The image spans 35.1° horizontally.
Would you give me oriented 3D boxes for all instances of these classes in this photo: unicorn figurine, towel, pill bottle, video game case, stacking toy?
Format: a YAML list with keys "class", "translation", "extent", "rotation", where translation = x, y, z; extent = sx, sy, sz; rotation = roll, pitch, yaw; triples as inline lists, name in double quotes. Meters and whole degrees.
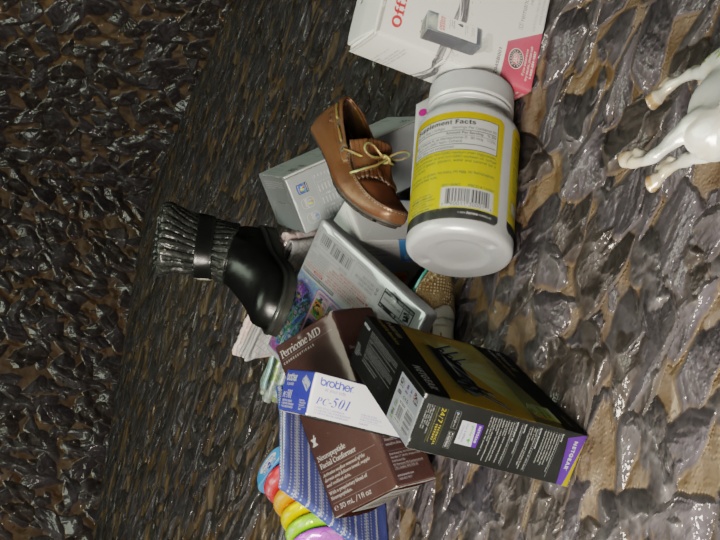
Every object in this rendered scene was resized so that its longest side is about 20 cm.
- class: "unicorn figurine"
  translation: [0.262, -0.107, 0.834]
  extent: [0.137, 0.073, 0.202]
  rotation: [-29, 41, 50]
- class: "towel"
  translation: [-0.102, 0.088, 1.705]
  extent: [0.171, 0.048, 0.202]
  rotation: [-82, 10, -84]
- class: "pill bottle"
  translation: [0.112, -0.105, 1.212]
  extent: [0.114, 0.113, 0.202]
  rotation: [138, 144, -58]
- class: "video game case"
  translation: [-0.016, 0.070, 1.298]
  extent: [0.200, 0.024, 0.183]
  rotation: [42, 117, 37]
- class: "stacking toy"
  translation: [-0.054, 0.317, 1.395]
  extent: [0.116, 0.109, 0.201]
  rotation: [-55, 37, 38]
- class: "towel"
  translation: [-0.068, 0.032, 1.544]
  extent: [0.032, 0.190, 0.201]
  rotation: [40, 118, 31]
- class: "towel"
  translation: [-0.031, 0.229, 1.256]
  extent: [0.024, 0.200, 0.146]
  rotation: [-28, 39, 20]

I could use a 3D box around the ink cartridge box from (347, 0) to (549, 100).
- class: "ink cartridge box"
  translation: [0.101, -0.286, 1.257]
  extent: [0.085, 0.198, 0.147]
  rotation: [168, 116, -69]

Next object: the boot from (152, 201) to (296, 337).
- class: "boot"
  translation: [-0.171, -0.002, 1.376]
  extent: [0.080, 0.156, 0.211]
  rotation: [-67, 24, 22]

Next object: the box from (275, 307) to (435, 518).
- class: "box"
  translation: [-0.007, 0.151, 1.220]
  extent: [0.100, 0.075, 0.202]
  rotation: [-34, 68, 36]

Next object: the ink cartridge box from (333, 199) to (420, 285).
- class: "ink cartridge box"
  translation: [0.000, 0.000, 1.430]
  extent: [0.200, 0.114, 0.068]
  rotation: [-57, 45, 43]

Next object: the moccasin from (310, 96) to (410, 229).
- class: "moccasin"
  translation: [0.008, -0.126, 1.303]
  extent: [0.078, 0.073, 0.202]
  rotation: [-50, 39, 24]

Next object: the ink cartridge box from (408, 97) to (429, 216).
- class: "ink cartridge box"
  translation: [0.090, -0.126, 1.335]
  extent: [0.095, 0.037, 0.202]
  rotation: [55, -143, -53]

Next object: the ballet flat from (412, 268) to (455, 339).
- class: "ballet flat"
  translation: [0.071, 0.093, 1.272]
  extent: [0.065, 0.070, 0.202]
  rotation: [36, 114, 42]

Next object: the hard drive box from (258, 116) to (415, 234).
- class: "hard drive box"
  translation: [-0.014, -0.126, 1.459]
  extent: [0.077, 0.199, 0.156]
  rotation: [68, 168, -13]

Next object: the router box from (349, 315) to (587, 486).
- class: "router box"
  translation: [0.090, 0.113, 1.026]
  extent: [0.200, 0.156, 0.053]
  rotation: [-131, 60, -68]

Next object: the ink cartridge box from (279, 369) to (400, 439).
- class: "ink cartridge box"
  translation: [0.028, 0.140, 1.113]
  extent: [0.094, 0.198, 0.045]
  rotation: [172, 113, -69]
